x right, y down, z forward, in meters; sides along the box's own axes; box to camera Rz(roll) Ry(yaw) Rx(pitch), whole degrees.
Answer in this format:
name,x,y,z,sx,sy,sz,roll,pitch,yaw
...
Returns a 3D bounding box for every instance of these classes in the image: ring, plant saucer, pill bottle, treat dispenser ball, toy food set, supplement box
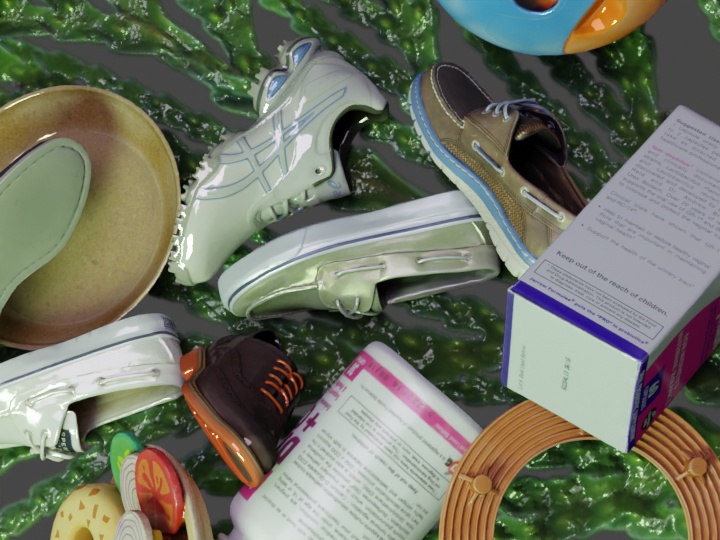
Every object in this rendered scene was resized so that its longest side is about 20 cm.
name,x,y,z,sx,sy,sz,roll,pitch,yaw
ring,0.150,0.174,1.630,0.200,0.019,0.201,1,82,-8
plant saucer,-0.216,-0.035,1.834,0.200,0.035,0.200,-6,71,18
pill bottle,-0.014,0.155,1.676,0.113,0.113,0.200,40,87,23
treat dispenser ball,0.130,-0.246,1.715,0.201,0.201,0.201,-5,72,15
toy food set,-0.149,0.207,1.674,0.049,0.198,0.200,4,54,-26
supplement box,0.189,0.003,1.633,0.103,0.101,0.200,29,57,22

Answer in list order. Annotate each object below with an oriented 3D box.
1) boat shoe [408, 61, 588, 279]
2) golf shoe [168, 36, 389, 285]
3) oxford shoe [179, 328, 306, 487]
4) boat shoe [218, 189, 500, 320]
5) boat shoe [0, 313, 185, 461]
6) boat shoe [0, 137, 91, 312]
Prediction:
name,x,y,z,sx,sy,sz,roll,pitch,yaw
boat shoe,0.105,-0.078,1.721,0.072,0.072,0.200,-54,55,33
golf shoe,-0.058,-0.065,1.783,0.097,0.078,0.200,31,85,16
oxford shoe,-0.074,0.082,1.687,0.072,0.200,0.071,-31,111,1
boat shoe,0.000,0.000,1.745,0.200,0.072,0.062,-18,66,7
boat shoe,-0.215,0.098,1.780,0.200,0.071,0.070,-21,65,2
boat shoe,-0.266,-0.012,1.786,0.061,0.072,0.201,15,68,55
